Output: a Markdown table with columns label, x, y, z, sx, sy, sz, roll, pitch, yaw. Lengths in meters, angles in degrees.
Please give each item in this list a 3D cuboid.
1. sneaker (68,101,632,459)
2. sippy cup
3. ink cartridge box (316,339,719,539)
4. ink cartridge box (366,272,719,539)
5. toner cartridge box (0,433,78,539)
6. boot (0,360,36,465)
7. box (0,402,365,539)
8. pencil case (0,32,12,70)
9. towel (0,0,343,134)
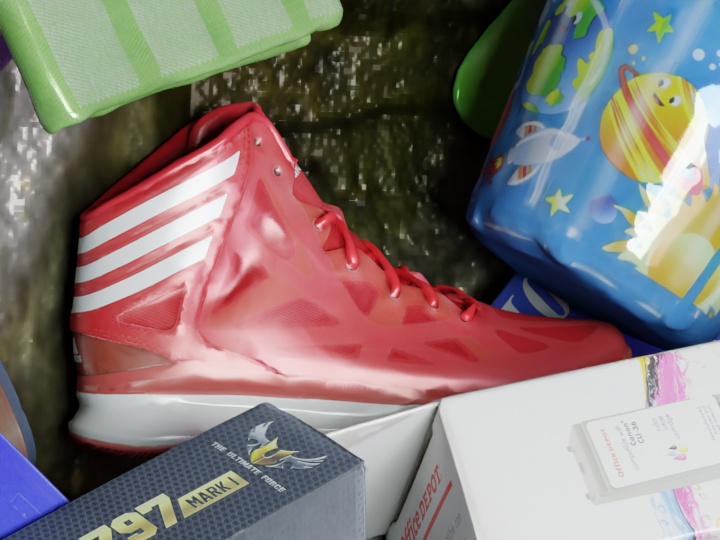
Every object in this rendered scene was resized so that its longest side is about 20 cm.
| label | x | y | z | sx | sy | sz | roll | pitch | yaw |
| --- | --- | --- | --- | --- | --- | --- | --- | --- | --- |
| sneaker | 0.000 | 0.000 | 1.001 | 0.200 | 0.078 | 0.116 | -4 | 94 | -24 |
| sippy cup | 0.106 | -0.047 | 1.034 | 0.140 | 0.178 | 0.130 | 30 | 85 | -4 |
| ink cartridge box | 0.079 | 0.081 | 0.973 | 0.200 | 0.116 | 0.068 | -11 | 65 | -13 |
| ink cartridge box | 0.071 | 0.060 | 1.080 | 0.200 | 0.094 | 0.044 | -49 | 160 | -26 |
| toner cartridge box | -0.109 | 0.120 | 0.919 | 0.095 | 0.043 | 0.200 | -50 | 141 | -11 |
| boot | -0.173 | 0.016 | 0.875 | 0.097 | 0.075 | 0.200 | -46 | 124 | -31 |
| box | -0.068 | 0.159 | 0.913 | 0.158 | 0.051 | 0.200 | -27 | 131 | -34 |
| pencil case | -0.169 | -0.125 | 0.855 | 0.200 | 0.084 | 0.086 | 31 | 99 | -40 |
| towel | -0.091 | -0.146 | 0.888 | 0.149 | 0.031 | 0.200 | -25 | 92 | -52 |
